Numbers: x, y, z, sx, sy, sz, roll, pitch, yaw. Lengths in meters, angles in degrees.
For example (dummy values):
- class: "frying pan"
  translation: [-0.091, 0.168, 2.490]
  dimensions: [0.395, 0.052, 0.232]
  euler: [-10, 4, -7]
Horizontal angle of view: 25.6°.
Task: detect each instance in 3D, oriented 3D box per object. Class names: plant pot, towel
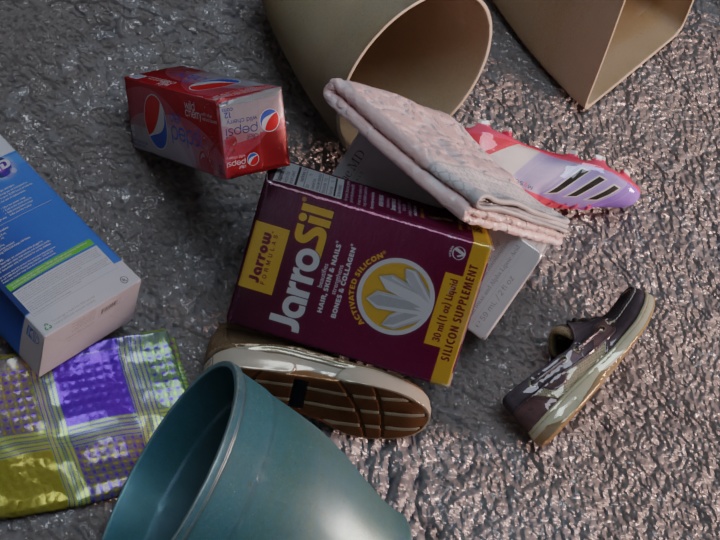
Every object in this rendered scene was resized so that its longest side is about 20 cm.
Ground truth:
- class: "plant pot"
  translation: [-0.006, -0.242, 1.522]
  dimensions: [0.186, 0.188, 0.200]
  euler: [-23, 54, -31]
- class: "plant pot"
  translation: [-0.070, 0.201, 1.191]
  dimensions: [0.187, 0.200, 0.201]
  euler: [32, 51, -17]
- class: "plant pot"
  translation: [0.246, -0.329, 1.663]
  dimensions: [0.177, 0.200, 0.200]
  euler: [36, 52, 19]
- class: "towel"
  translation: [-0.227, 0.121, 1.280]
  dimensions: [0.199, 0.023, 0.144]
  euler: [-7, 60, -25]
- class: "towel"
  translation: [0.081, -0.098, 1.407]
  dimensions: [0.191, 0.032, 0.200]
  euler: [43, 17, 28]

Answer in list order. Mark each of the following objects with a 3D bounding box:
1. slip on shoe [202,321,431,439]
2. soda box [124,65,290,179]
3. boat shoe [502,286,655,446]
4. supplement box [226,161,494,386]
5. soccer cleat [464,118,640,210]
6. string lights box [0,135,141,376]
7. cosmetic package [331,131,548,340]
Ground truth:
- class: "slip on shoe"
  translation: [-0.035, 0.091, 1.348]
  dimensions: [0.198, 0.076, 0.061]
  euler: [10, 45, -7]
- class: "soda box"
  translation: [-0.137, -0.131, 1.378]
  dimensions: [0.063, 0.200, 0.071]
  euler: [-14, 108, -28]
- class: "boat shoe"
  translation: [0.201, 0.074, 1.448]
  dimensions: [0.065, 0.072, 0.200]
  euler: [42, 59, 3]
- class: "supplement box"
  translation: [0.000, 0.000, 1.350]
  dimensions: [0.198, 0.132, 0.103]
  euler: [16, 13, -3]
- class: "soccer cleat"
  translation: [0.180, -0.087, 1.558]
  dimensions: [0.199, 0.067, 0.077]
  euler: [18, 83, -16]
- class: "string lights box"
  translation: [-0.286, -0.019, 1.311]
  dimensions: [0.103, 0.059, 0.200]
  euler: [-32, 67, -35]
- class: "cosmetic package"
  translation: [0.062, -0.039, 1.437]
  dimensions: [0.199, 0.102, 0.074]
  euler: [34, 15, 3]
